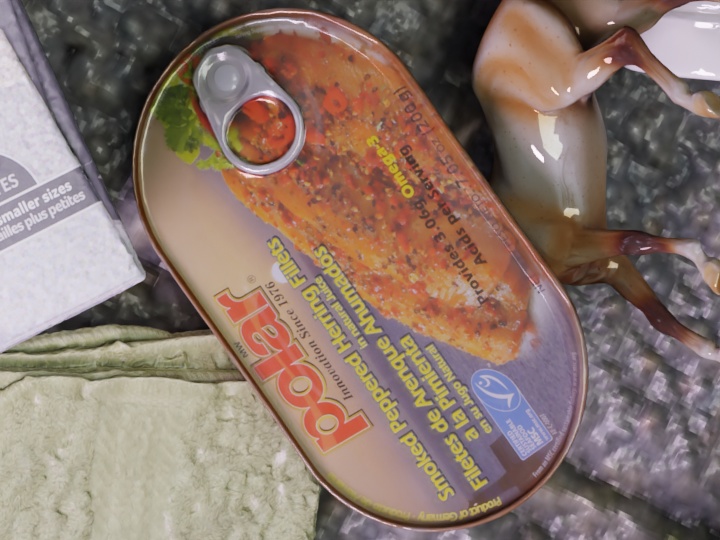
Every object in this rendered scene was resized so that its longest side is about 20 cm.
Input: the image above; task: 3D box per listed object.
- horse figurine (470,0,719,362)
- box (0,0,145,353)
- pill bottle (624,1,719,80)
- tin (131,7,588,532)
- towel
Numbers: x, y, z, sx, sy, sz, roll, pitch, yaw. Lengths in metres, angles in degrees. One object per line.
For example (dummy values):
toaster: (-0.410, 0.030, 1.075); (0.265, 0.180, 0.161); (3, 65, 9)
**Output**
horse figurine: (0.081, -0.046, 0.927); (0.050, 0.132, 0.201); (-26, 122, -45)
box: (-0.190, -0.011, 0.838); (0.199, 0.115, 0.133); (-27, 98, -13)
pill bottle: (0.141, -0.172, 0.940); (0.108, 0.109, 0.202); (0, 99, -19)
tin: (0.000, 0.000, 0.918); (0.112, 0.042, 0.201); (-35, 86, 2)
towel: (-0.086, 0.119, 0.949); (0.147, 0.036, 0.202); (-1, 98, -20)
